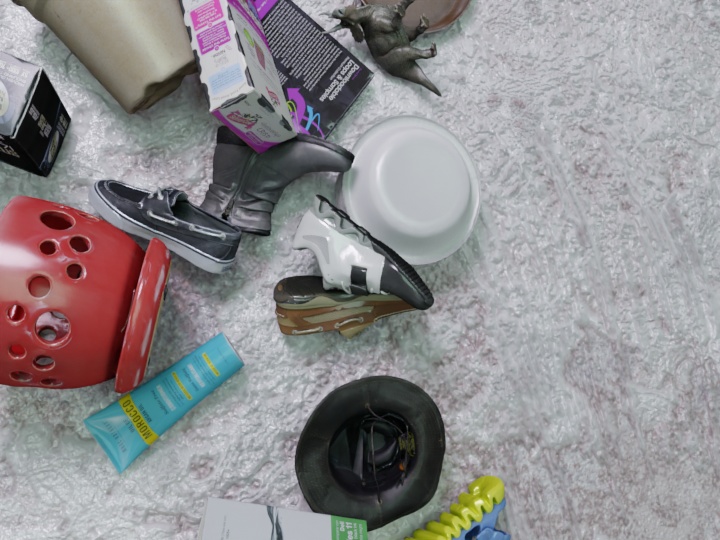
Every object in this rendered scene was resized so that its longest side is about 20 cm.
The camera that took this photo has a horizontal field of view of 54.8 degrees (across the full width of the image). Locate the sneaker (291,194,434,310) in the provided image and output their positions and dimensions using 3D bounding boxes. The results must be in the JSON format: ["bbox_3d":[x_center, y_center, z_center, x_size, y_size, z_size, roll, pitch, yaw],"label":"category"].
[{"bbox_3d":[0.000,0.000,0.862,0.199,0.074,0.089,38,99,14],"label":"sneaker"}]

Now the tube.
[{"bbox_3d":[-0.237,0.156,0.860,0.198,0.050,0.078,-37,84,-9],"label":"tube"}]

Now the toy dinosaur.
[{"bbox_3d":[0.045,-0.320,0.965,0.199,0.101,0.078,38,50,-34],"label":"toy dinosaur"}]

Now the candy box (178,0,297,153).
[{"bbox_3d":[-0.150,-0.260,0.829,0.060,0.136,0.204,-22,74,11],"label":"candy box"}]

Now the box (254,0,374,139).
[{"bbox_3d":[-0.097,-0.276,0.950,0.199,0.036,0.144,39,77,-4],"label":"box"}]

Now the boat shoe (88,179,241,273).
[{"bbox_3d":[-0.237,-0.071,0.852,0.197,0.072,0.069,29,118,2],"label":"boat shoe"}]

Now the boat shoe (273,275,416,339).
[{"bbox_3d":[-0.018,0.047,0.915,0.195,0.076,0.076,-1,114,-12],"label":"boat shoe"}]

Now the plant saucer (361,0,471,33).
[{"bbox_3d":[0.073,-0.437,1.012,0.195,0.032,0.206,2,83,-12],"label":"plant saucer"}]

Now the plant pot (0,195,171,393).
[{"bbox_3d":[-0.315,0.038,0.776,0.178,0.200,0.205,15,80,-14],"label":"plant pot"}]

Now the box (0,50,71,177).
[{"bbox_3d":[-0.453,-0.199,0.790,0.196,0.164,0.088,21,78,-10],"label":"box"}]

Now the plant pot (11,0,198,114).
[{"bbox_3d":[-0.284,-0.304,0.843,0.199,0.200,0.185,-38,104,-15],"label":"plant pot"}]

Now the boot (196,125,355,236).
[{"bbox_3d":[-0.108,-0.106,0.895,0.195,0.070,0.135,8,82,17],"label":"boot"}]

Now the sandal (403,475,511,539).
[{"bbox_3d":[0.123,0.360,0.900,0.198,0.079,0.088,-32,94,-13],"label":"sandal"}]

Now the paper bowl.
[{"bbox_3d":[0.068,-0.107,0.932,0.195,0.104,0.206,1,83,-12],"label":"paper bowl"}]

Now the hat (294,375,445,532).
[{"bbox_3d":[0.007,0.224,0.886,0.196,0.081,0.206,0,90,-17],"label":"hat"}]

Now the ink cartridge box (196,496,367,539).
[{"bbox_3d":[-0.102,0.354,0.808,0.195,0.084,0.149,13,121,-12],"label":"ink cartridge box"}]
